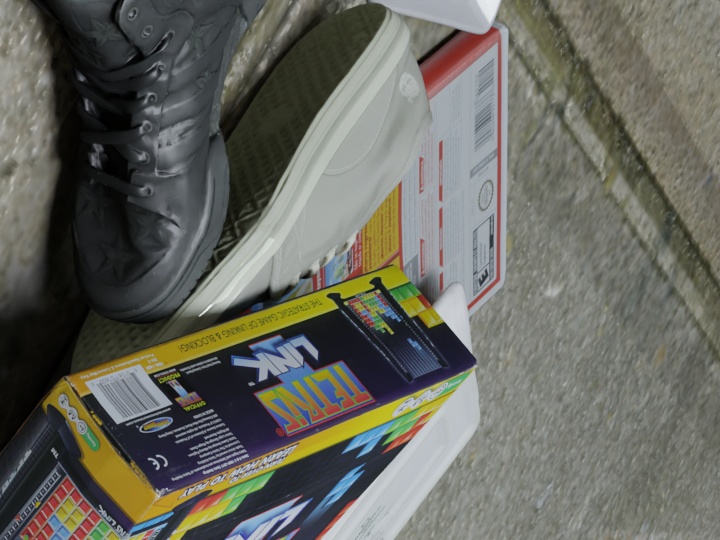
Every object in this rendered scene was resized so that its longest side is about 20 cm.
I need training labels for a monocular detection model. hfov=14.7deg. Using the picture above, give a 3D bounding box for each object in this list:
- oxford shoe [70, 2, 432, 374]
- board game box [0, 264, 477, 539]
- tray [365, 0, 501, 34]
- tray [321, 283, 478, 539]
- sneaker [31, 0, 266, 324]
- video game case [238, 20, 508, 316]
[{"bbox_3d":[-0.033,-0.016,1.030,0.200,0.075,0.058,-53,123,-30],"label":"oxford shoe"},{"bbox_3d":[-0.069,0.087,1.000,0.200,0.057,0.165,-19,153,-54],"label":"board game box"},{"bbox_3d":[0.053,-0.196,1.104,0.107,0.022,0.201,6,106,-60],"label":"tray"},{"bbox_3d":[-0.005,0.106,1.192,0.200,0.022,0.107,-52,159,-19],"label":"tray"},{"bbox_3d":[-0.079,-0.082,0.928,0.104,0.060,0.200,8,100,-60],"label":"sneaker"},{"bbox_3d":[0.000,0.000,1.165,0.200,0.017,0.143,-42,144,-39],"label":"video game case"}]
